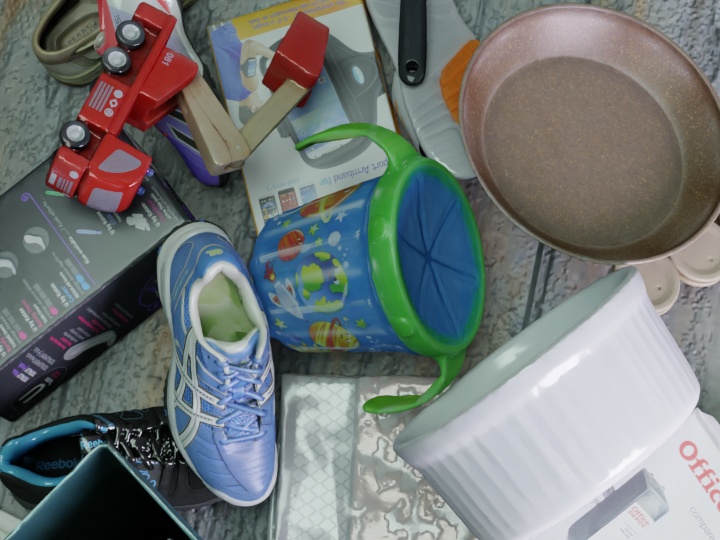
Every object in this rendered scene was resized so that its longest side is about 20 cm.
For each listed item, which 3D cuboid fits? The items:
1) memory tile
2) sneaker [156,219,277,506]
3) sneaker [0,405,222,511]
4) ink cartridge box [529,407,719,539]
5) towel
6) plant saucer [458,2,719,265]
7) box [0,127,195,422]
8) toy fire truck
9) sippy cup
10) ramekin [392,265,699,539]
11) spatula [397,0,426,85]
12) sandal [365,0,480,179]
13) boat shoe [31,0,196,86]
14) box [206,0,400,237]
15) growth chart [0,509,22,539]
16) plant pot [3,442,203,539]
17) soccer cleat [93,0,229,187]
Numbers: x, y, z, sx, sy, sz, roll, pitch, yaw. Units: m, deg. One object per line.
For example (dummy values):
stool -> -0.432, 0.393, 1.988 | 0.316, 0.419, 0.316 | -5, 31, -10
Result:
memory tile -> 0.193, -0.073, 1.697 | 0.153, 0.017, 0.201 | -29, 77, -25
sneaker -> -0.096, 0.070, 1.651 | 0.075, 0.077, 0.202 | -17, 106, -15
sneaker -> -0.160, 0.133, 1.711 | 0.198, 0.082, 0.074 | -12, 73, 5
ink cartridge box -> 0.189, 0.208, 1.595 | 0.199, 0.085, 0.146 | -36, 73, 5
towel -> 0.028, 0.171, 1.699 | 0.189, 0.032, 0.202 | 3, 79, 9
plant saucer -> 0.157, -0.088, 1.661 | 0.199, 0.037, 0.202 | 7, 63, -13
box -> -0.215, 0.000, 1.727 | 0.200, 0.122, 0.106 | -38, 75, -2
toy fire truck -> -0.117, -0.111, 1.674 | 0.140, 0.049, 0.201 | 27, 61, -4
sippy cup -> 0.000, 0.000, 1.669 | 0.129, 0.139, 0.179 | -11, 63, 29
ramekin -> 0.128, 0.094, 1.594 | 0.200, 0.200, 0.098 | -37, 92, 0
spatula -> 0.038, -0.214, 1.758 | 0.056, 0.021, 0.201 | 2, 54, 2
sandal -> 0.057, -0.138, 1.753 | 0.078, 0.059, 0.208 | -14, 54, -11
boat shoe -> -0.164, -0.221, 1.796 | 0.200, 0.065, 0.072 | -43, 75, -2
box -> -0.032, -0.099, 1.763 | 0.118, 0.041, 0.202 | -16, 74, 5
growth chart -> -0.322, 0.247, 1.746 | 0.144, 0.018, 0.201 | 32, 84, 13
plant pot -> -0.151, 0.225, 1.628 | 0.141, 0.200, 0.141 | -45, 75, -2
soccer cleat -> -0.151, -0.148, 1.749 | 0.073, 0.068, 0.201 | -23, 103, -12
